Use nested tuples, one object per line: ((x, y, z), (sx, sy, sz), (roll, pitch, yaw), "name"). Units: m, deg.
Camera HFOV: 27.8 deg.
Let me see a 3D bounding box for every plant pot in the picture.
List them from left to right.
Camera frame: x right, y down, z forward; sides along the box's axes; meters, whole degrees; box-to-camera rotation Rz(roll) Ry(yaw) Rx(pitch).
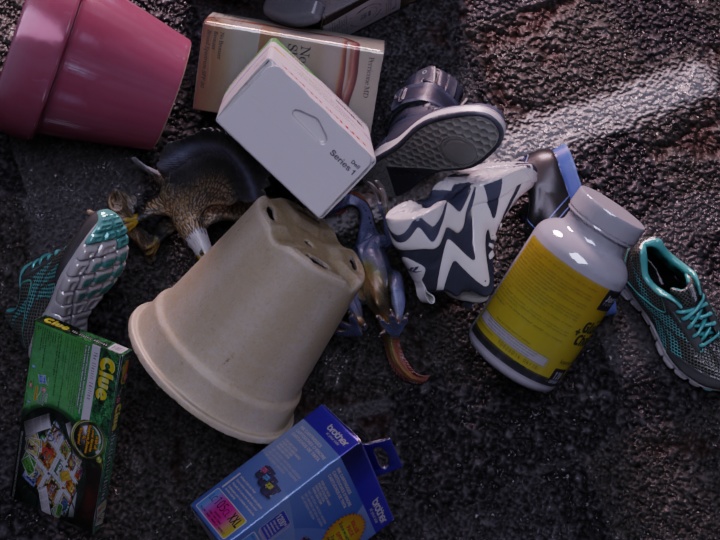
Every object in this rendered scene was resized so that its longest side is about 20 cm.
((-0.286, -0.219, 1.562), (0.178, 0.200, 0.202), (19, 71, -15), "plant pot")
((-0.098, 0.036, 1.445), (0.200, 0.200, 0.184), (42, 109, 9), "plant pot")

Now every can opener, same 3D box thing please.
((-0.125, -0.315, 1.618), (0.199, 0.053, 0.067), (14, 78, 35), "can opener")

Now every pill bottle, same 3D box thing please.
((0.207, 0.017, 1.515), (0.112, 0.112, 0.201), (34, 105, 7), "pill bottle")

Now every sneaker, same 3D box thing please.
((-0.310, 0.009, 1.491), (0.091, 0.077, 0.201), (44, 117, 22), "sneaker")
((0.095, -0.170, 1.570), (0.077, 0.202, 0.147), (44, 53, -22), "sneaker")
((0.120, -0.032, 1.547), (0.199, 0.079, 0.131), (-31, 115, -40), "sneaker")
((0.222, -0.037, 1.605), (0.077, 0.070, 0.202), (-19, 76, 6), "sneaker")
((0.346, 0.045, 1.570), (0.077, 0.091, 0.200), (-38, 79, -13), "sneaker")

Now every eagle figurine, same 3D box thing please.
((-0.161, -0.070, 1.534), (0.199, 0.152, 0.152), (-23, 101, 15), "eagle figurine")

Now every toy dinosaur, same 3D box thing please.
((0.000, 0.000, 1.580), (0.104, 0.201, 0.182), (-12, 39, 9), "toy dinosaur")

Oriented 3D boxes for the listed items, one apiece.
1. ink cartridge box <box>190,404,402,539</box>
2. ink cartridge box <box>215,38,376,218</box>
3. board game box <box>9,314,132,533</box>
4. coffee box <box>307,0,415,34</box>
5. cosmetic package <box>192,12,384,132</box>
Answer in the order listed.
((-0.053, 0.230, 1.450), (0.199, 0.137, 0.076), (-37, 45, -15), "ink cartridge box")
((-0.064, -0.148, 1.469), (0.145, 0.200, 0.084), (43, 99, -12), "ink cartridge box")
((-0.289, 0.154, 1.448), (0.104, 0.023, 0.202), (21, 112, 19), "board game box")
((0.011, -0.357, 1.675), (0.199, 0.080, 0.113), (-30, 77, -13), "coffee box")
((-0.077, -0.215, 1.602), (0.198, 0.087, 0.104), (8, 106, -2), "cosmetic package")
